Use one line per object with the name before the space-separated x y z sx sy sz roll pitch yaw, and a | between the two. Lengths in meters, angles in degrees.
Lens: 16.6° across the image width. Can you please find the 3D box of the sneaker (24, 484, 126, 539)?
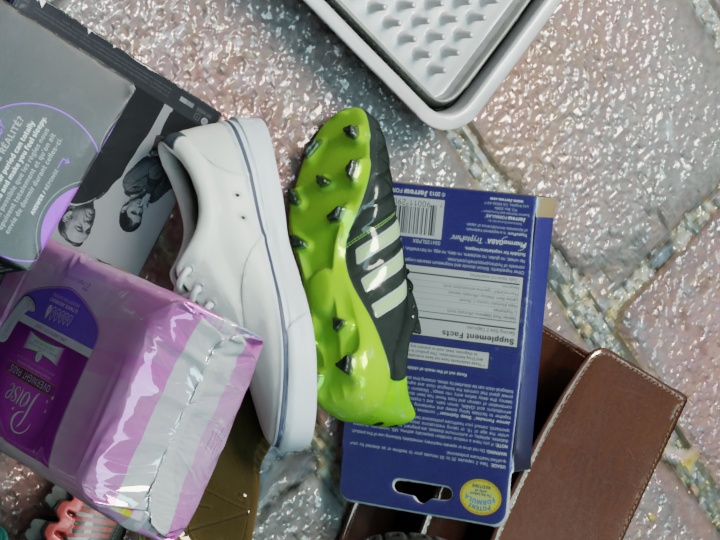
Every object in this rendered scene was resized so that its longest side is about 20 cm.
sneaker | -0.162 0.199 1.425 0.097 0.071 0.202 23 85 0

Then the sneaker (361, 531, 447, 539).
sneaker | -0.009 0.222 1.499 0.199 0.076 0.091 -14 118 11

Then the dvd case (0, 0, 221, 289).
dvd case | -0.186 -0.041 1.428 0.150 0.025 0.201 32 80 -27

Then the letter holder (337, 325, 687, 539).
letter holder | 0.089 0.133 1.554 0.142 0.100 0.201 30 80 -26

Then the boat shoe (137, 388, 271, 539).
boat shoe | -0.090 0.099 1.452 0.074 0.066 0.201 37 47 -21

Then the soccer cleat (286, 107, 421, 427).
soccer cleat | 0.000 0.000 1.492 0.081 0.067 0.201 27 55 -46

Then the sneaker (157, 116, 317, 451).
sneaker | -0.074 0.011 1.430 0.070 0.073 0.201 -8 74 -17

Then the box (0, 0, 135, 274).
box | -0.242 -0.097 1.327 0.199 0.106 0.123 32 79 -15

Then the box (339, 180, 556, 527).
box | 0.051 0.049 1.516 0.032 0.120 0.202 2 94 -62

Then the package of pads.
package of pads | -0.141 0.061 1.337 0.075 0.200 0.121 29 85 -34

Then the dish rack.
dish rack | 0.032 -0.204 1.520 0.200 0.043 0.172 43 74 -25

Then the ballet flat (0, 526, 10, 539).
ballet flat | -0.294 0.178 1.374 0.199 0.069 0.072 -1 114 -25
